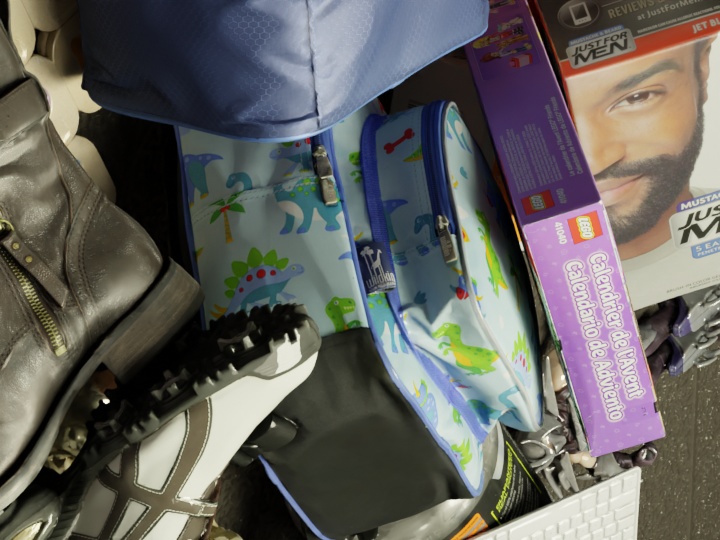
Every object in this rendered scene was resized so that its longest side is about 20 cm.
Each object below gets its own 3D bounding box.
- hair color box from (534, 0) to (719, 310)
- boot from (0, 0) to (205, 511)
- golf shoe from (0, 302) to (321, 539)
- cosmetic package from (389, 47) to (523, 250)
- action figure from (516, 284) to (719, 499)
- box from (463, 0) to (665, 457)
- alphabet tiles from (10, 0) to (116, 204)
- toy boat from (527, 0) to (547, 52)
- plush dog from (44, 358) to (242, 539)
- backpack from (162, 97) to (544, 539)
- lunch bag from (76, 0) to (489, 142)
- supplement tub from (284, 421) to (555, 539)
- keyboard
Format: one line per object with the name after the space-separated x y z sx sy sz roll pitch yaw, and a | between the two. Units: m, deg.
0.163 -0.070 1.122 0.111 0.064 0.200 -17 141 4 | hair color box
-0.174 -0.001 0.862 0.200 0.069 0.174 -45 107 -22 | boot
-0.082 0.093 0.890 0.200 0.078 0.095 -37 102 13 | golf shoe
0.100 -0.070 1.224 0.200 0.071 0.102 -8 113 -50 | cosmetic package
0.165 0.065 1.377 0.200 0.069 0.130 -37 138 -31 | action figure
0.092 -0.027 1.035 0.039 0.200 0.137 -17 125 4 | box
-0.177 -0.058 0.926 0.200 0.015 0.196 -49 140 -24 | alphabet tiles
0.066 -0.195 1.102 0.130 0.131 0.200 -18 126 -10 | toy boat
-0.148 0.136 0.986 0.172 0.160 0.200 -29 101 -23 | plush dog
0.000 0.000 1.012 0.147 0.200 0.183 -20 150 9 | backpack
-0.030 -0.155 0.954 0.200 0.136 0.133 -37 132 -47 | lunch bag
0.035 0.128 1.195 0.123 0.122 0.200 -55 142 -18 | supplement tub
0.066 0.158 1.143 0.200 0.011 0.056 -20 133 -26 | keyboard
